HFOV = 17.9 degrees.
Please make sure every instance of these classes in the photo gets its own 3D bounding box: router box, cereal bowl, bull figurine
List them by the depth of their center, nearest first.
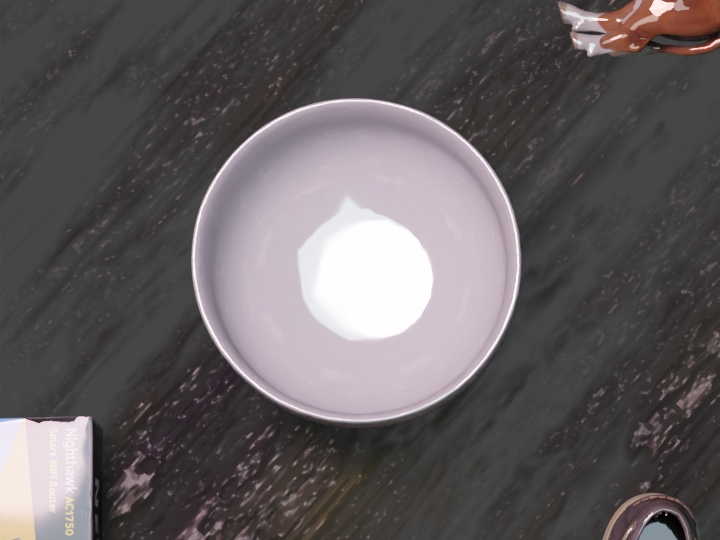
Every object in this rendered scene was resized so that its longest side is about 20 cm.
[{"bbox_3d":[-0.232,0.192,1.386,0.148,0.051,0.201,-2,79,2],"label":"router box"},{"bbox_3d":[0.000,0.000,1.391,0.199,0.083,0.201,-1,79,4],"label":"cereal bowl"},{"bbox_3d":[0.168,-0.224,1.433,0.121,0.065,0.201,-19,76,5],"label":"bull figurine"}]

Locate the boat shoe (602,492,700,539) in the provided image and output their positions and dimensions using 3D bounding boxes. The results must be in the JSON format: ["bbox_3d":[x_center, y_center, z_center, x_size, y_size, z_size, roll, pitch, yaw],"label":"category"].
[{"bbox_3d":[0.158,0.227,1.338,0.074,0.073,0.201,6,79,6],"label":"boat shoe"}]
